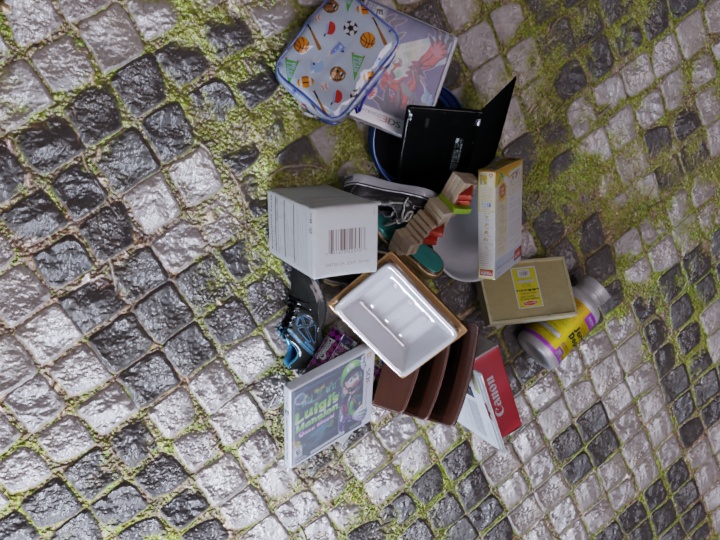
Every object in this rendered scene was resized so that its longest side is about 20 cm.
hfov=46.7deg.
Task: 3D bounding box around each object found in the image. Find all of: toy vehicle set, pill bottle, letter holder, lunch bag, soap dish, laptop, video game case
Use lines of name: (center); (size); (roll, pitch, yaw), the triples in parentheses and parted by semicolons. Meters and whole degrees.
toy vehicle set: (0.332, 0.041, 1.678); (0.199, 0.027, 0.125); (-5, 75, -17)
pill bottle: (0.431, 0.105, 1.755); (0.200, 0.104, 0.104); (-46, 119, -9)
letter holder: (0.127, 0.178, 1.562); (0.100, 0.142, 0.201); (21, 82, -44)
lunch bag: (-0.038, -0.344, 1.376); (0.160, 0.076, 0.200); (39, 87, -7)
soap dish: (0.066, 0.074, 1.468); (0.157, 0.081, 0.200); (-40, 104, 22)
laptop: (0.166, -0.241, 1.476); (0.199, 0.116, 0.188); (4, 137, -4)
video game case: (-0.054, 0.239, 1.493); (0.199, 0.023, 0.183); (-24, 130, -36)
video game case: (-0.040, 0.218, 1.542); (0.182, 0.036, 0.200); (-56, 142, -3)
video game case: (0.057, -0.344, 1.445); (0.181, 0.023, 0.201); (19, 89, -15)

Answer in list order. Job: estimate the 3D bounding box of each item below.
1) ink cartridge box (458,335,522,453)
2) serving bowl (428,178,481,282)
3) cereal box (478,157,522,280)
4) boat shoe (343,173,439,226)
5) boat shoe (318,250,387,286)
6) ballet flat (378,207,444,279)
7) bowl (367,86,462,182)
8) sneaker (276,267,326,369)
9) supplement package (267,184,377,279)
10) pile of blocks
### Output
ink cartridge box: (0.242, 0.234, 1.651); (0.084, 0.175, 0.201); (-29, 116, -18)
serving bowl: (0.207, -0.082, 1.608); (0.199, 0.066, 0.201); (-7, 107, -26)
cereal box: (0.257, -0.097, 1.531); (0.144, 0.039, 0.201); (-27, 120, -56)
boat shoe: (0.061, -0.116, 1.476); (0.198, 0.073, 0.069); (13, 72, -30)
boat shoe: (0.000, 0.000, 1.526); (0.199, 0.059, 0.072); (4, 103, -28)
ballet flat: (0.068, -0.056, 1.538); (0.200, 0.063, 0.069); (47, 61, -3)
bowl: (0.103, -0.244, 1.523); (0.200, 0.039, 0.202); (-8, 107, -26)
sneaker: (-0.106, 0.087, 1.486); (0.082, 0.073, 0.201); (-16, 111, -24)
supplement package: (-0.066, -0.069, 1.390); (0.116, 0.200, 0.118); (-7, 107, -25)
pile of blocks: (0.141, -0.085, 1.468); (0.200, 0.062, 0.082); (-45, 148, 9)
